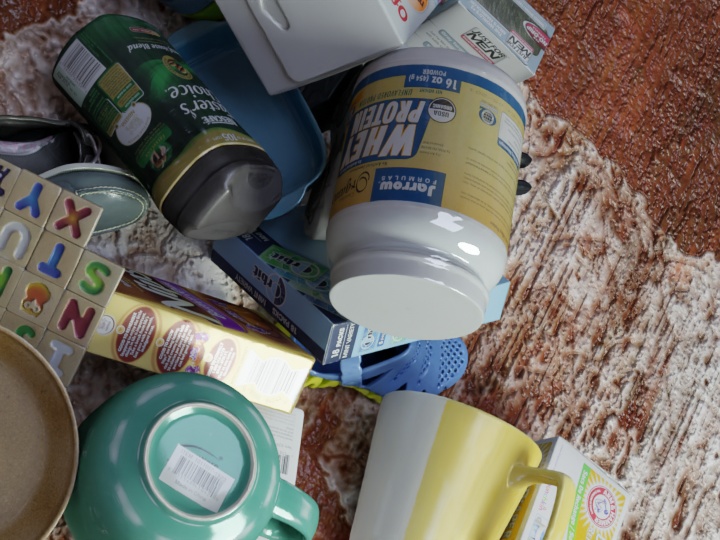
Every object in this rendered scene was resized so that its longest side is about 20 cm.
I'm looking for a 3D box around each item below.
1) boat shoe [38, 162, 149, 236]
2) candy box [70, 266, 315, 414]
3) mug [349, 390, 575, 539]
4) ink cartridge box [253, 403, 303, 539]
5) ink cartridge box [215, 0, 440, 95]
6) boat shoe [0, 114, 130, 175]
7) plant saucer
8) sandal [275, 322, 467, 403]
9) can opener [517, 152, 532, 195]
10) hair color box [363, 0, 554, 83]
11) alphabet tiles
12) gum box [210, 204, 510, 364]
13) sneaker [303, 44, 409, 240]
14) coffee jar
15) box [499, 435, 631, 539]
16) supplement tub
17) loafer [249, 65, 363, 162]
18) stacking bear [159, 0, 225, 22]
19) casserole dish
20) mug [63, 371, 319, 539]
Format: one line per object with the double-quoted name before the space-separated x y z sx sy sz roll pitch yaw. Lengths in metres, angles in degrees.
"boat shoe" -0.253 -0.037 1.307 0.200 0.073 0.062 -6 44 -31
"candy box" -0.149 0.047 1.337 0.200 0.117 0.057 18 98 -31
"mug" 0.070 0.201 1.429 0.149 0.187 0.153 29 70 -18
"ink cartridge box" -0.121 0.199 1.351 0.116 0.067 0.200 20 66 -29
"ink cartridge box" -0.016 -0.266 1.389 0.145 0.144 0.200 59 38 -20
"boat shoe" -0.257 -0.090 1.339 0.200 0.057 0.067 -2 77 -37
"plant saucer" -0.305 0.129 1.213 0.200 0.035 0.201 0 89 -7
"sandal" 0.021 0.075 1.480 0.200 0.087 0.080 3 74 -38
"can opener" 0.076 -0.099 1.563 0.200 0.079 0.064 12 88 -29
"hair color box" 0.070 -0.198 1.518 0.099 0.200 0.061 40 57 -21
"alphabet tiles" -0.277 0.022 1.236 0.166 0.006 0.200 26 95 -1
"gum box" 0.000 0.000 1.444 0.200 0.170 0.045 -13 129 -37
"sneaker" 0.021 -0.103 1.455 0.099 0.078 0.200 23 73 -14
"coffee jar" -0.153 -0.113 1.347 0.200 0.085 0.104 49 20 19
"box" 0.147 0.263 1.502 0.101 0.112 0.200 39 56 -22
"supplement tub" 0.051 -0.060 1.327 0.145 0.145 0.200 24 62 -29
"loafer" -0.077 -0.124 1.486 0.072 0.073 0.200 28 62 17
"stacking bear" -0.113 -0.267 1.468 0.200 0.121 0.114 20 64 -39
"casserole dish" -0.105 -0.123 1.421 0.121 0.039 0.200 -28 70 -3
"mug" -0.123 0.149 1.252 0.185 0.114 0.152 -13 79 -27
